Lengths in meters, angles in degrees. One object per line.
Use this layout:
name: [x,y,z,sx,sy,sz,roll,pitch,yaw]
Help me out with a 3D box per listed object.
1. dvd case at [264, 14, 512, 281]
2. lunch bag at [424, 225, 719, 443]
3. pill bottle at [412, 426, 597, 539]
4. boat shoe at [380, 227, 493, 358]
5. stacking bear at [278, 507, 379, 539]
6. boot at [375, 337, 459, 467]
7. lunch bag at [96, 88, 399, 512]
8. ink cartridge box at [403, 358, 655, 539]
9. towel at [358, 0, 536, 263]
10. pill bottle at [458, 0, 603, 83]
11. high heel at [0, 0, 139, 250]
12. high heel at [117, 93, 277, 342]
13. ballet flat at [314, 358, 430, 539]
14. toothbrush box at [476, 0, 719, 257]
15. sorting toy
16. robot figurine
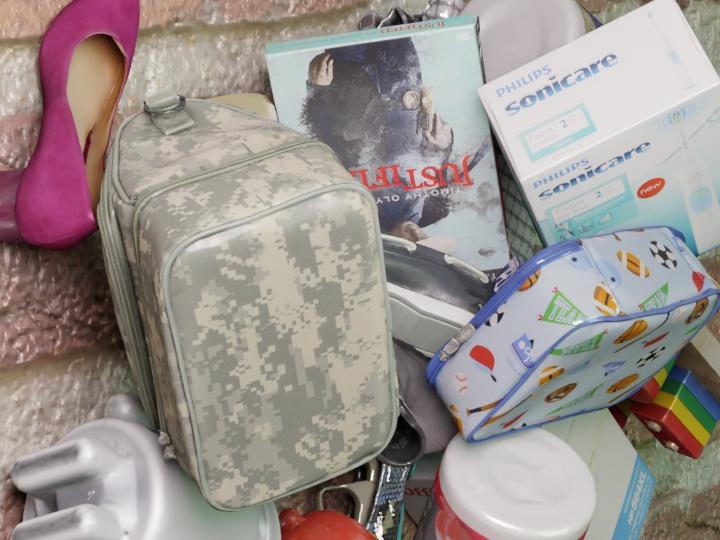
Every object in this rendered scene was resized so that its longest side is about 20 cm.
dvd case: [0.023,-0.072,1.453,0.022,0.145,0.201,-88,170,-58]
lunch bag: [0.139,0.045,1.417,0.199,0.160,0.076,-7,57,-47]
pill bottle: [0.086,0.211,1.484,0.111,0.110,0.201,-40,155,-47]
boat shoe: [0.000,0.000,1.452,0.199,0.076,0.061,26,53,-16]
stacking bear: [-0.022,0.246,1.385,0.113,0.121,0.202,-25,129,-38]
boot: [0.014,0.089,1.391,0.070,0.132,0.200,-41,127,8]
lunch bag: [-0.073,0.014,1.216,0.138,0.168,0.201,-19,124,-16]
ink cartridge box: [0.118,0.151,1.615,0.200,0.128,0.126,55,47,-38]
towel: [0.064,-0.093,1.585,0.200,0.085,0.167,30,67,-52]
pill bottle: [0.153,-0.125,1.540,0.200,0.110,0.112,29,67,-52]
high heel: [-0.153,-0.094,1.263,0.067,0.095,0.201,47,53,-43]
high heel: [-0.105,-0.027,1.384,0.200,0.071,0.144,-55,157,-57]
ballet flat: [0.005,0.148,1.515,0.074,0.074,0.202,31,64,-50]
toothbrush box: [0.178,-0.075,1.443,0.200,0.145,0.086,61,5,-57]
sorting toy: [0.193,0.066,1.676,0.070,0.199,0.199,-58,136,-12]
robot figurine: [-0.125,0.157,1.287,0.200,0.112,0.171,29,54,-50]
